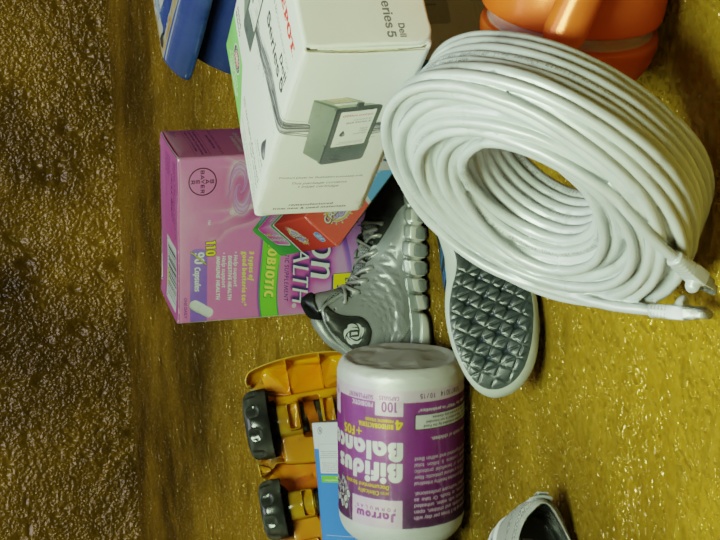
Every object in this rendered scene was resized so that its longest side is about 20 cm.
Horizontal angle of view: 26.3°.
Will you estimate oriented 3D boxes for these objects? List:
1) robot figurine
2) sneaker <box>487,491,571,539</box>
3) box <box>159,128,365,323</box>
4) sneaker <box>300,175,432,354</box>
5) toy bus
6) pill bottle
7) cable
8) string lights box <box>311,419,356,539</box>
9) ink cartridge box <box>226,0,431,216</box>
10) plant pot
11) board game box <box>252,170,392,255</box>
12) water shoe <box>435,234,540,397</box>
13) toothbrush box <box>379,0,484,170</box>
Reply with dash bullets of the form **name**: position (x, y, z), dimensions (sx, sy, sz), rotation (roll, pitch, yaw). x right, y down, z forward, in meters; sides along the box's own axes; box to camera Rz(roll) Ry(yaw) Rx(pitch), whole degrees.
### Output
- **robot figurine**: position (0.131, -0.188, 0.928), dimensions (0.144, 0.116, 0.201), rotation (43, 136, 49)
- **sneaker**: position (0.133, 0.252, 1.096), dimensions (0.082, 0.074, 0.201), rotation (105, 156, -50)
- **box**: position (-0.101, -0.050, 1.583), dimensions (0.097, 0.198, 0.177), rotation (-130, 40, -62)
- **sneaker**: position (0.000, 0.000, 1.407), dimensions (0.075, 0.115, 0.202), rotation (155, 110, -72)
- **toy bus**: position (-0.046, 0.199, 1.610), dimensions (0.192, 0.135, 0.202), rotation (102, 158, -77)
- **pill bottle**: position (0.035, 0.172, 1.339), dimensions (0.112, 0.111, 0.202), rotation (-151, 58, -70)
- **cable**: position (0.110, -0.058, 0.913), dimensions (0.199, 0.069, 0.200), rotation (5, 142, 48)
- **string lights box**: position (0.014, 0.240, 1.455), dimensions (0.102, 0.059, 0.202), rotation (-7, 87, 48)
- **ink cartridge box**: position (-0.027, -0.148, 1.013), dimensions (0.200, 0.083, 0.147), rotation (115, 148, -60)
- **plant pot**: position (-0.127, -0.322, 1.643), dimensions (0.200, 0.178, 0.201), rotation (120, 141, -61)
- **board game box**: position (-0.018, -0.088, 1.423), dimensions (0.153, 0.040, 0.200), rotation (-53, 12, -12)
- **water shoe**: position (0.099, 0.002, 1.203), dimensions (0.079, 0.071, 0.202), rotation (47, -149, -72)
- **toothbrush box**: position (0.046, -0.151, 1.170), dimensions (0.200, 0.145, 0.086), rotation (124, 139, -65)
